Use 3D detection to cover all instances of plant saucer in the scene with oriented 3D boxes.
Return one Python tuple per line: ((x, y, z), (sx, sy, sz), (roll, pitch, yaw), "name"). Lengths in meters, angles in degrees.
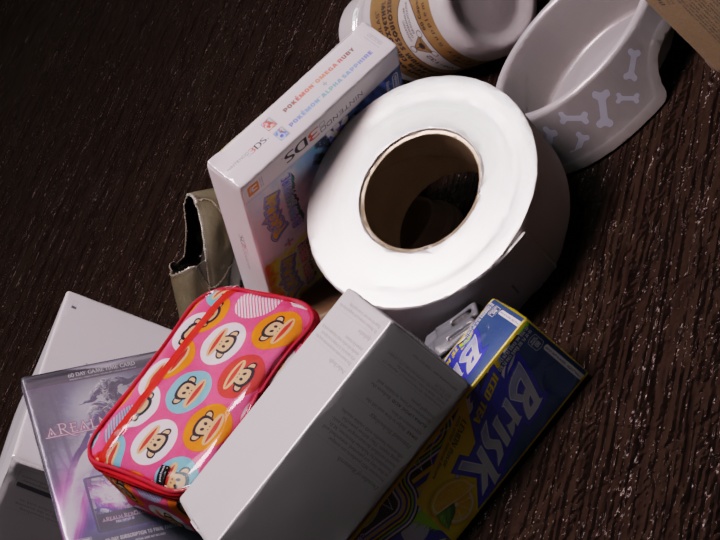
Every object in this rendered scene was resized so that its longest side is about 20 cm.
((0.000, 0.000, 1.689), (0.200, 0.030, 0.200), (-33, 18, 12), "plant saucer")

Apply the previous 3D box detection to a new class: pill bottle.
((0.067, -0.241, 1.872), (0.200, 0.114, 0.115), (-10, 46, 58), "pill bottle")

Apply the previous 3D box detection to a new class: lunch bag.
((-0.121, 0.107, 1.587), (0.176, 0.082, 0.200), (12, 57, 45), "lunch bag")

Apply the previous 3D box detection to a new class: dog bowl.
((0.190, -0.174, 1.614), (0.200, 0.059, 0.200), (-42, 24, 23), "dog bowl")

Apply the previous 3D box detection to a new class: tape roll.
((0.061, -0.048, 1.535), (0.201, 0.071, 0.203), (-13, 60, 23), "tape roll")

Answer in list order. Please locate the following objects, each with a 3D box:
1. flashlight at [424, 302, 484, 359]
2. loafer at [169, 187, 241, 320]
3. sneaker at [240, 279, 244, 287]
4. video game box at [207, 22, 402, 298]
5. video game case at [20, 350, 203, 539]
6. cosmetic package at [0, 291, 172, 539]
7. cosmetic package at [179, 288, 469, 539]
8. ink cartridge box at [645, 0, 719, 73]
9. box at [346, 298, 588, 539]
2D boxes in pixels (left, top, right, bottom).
((0.029, 0.111, 1.486), (0.200, 0.068, 0.068), (-35, 22, 23), "flashlight")
((-0.151, 0.016, 1.821), (0.075, 0.069, 0.201), (0, 82, 59), "loafer")
((-0.073, -0.013, 1.852), (0.078, 0.079, 0.201), (-44, 47, 31), "sneaker")
((-0.034, -0.080, 1.629), (0.182, 0.200, 0.047), (-42, 62, -17), "video game box")
((-0.190, 0.161, 1.635), (0.019, 0.142, 0.201), (105, 149, -53), "video game case")
((-0.258, 0.169, 1.773), (0.200, 0.122, 0.200), (-79, 15, -44), "cosmetic package")
((-0.028, 0.121, 1.367), (0.200, 0.081, 0.113), (-52, 20, 1), "cosmetic package")
((0.258, -0.234, 1.393), (0.075, 0.200, 0.165), (-56, 24, -14), "ink cartridge box")
((0.066, 0.122, 1.382), (0.200, 0.070, 0.064), (-52, 23, -1), "box")
